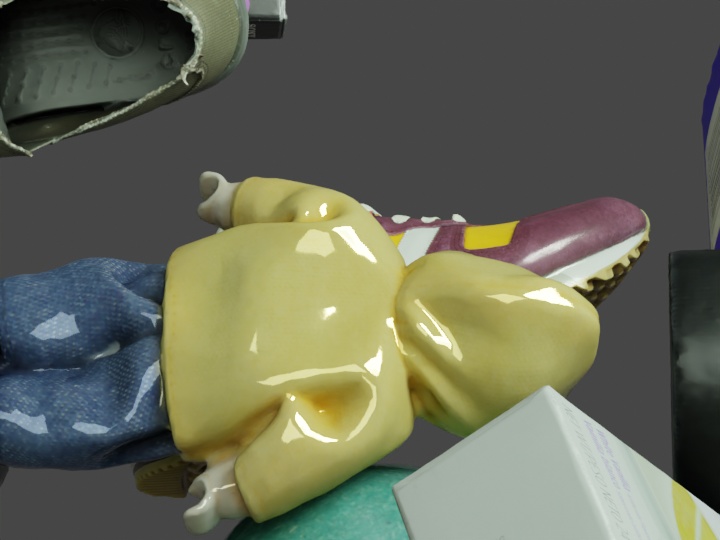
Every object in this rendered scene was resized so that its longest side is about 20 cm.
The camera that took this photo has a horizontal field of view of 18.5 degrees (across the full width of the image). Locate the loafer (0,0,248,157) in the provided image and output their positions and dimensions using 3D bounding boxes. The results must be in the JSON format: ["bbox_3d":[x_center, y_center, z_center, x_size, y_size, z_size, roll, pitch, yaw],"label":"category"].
[{"bbox_3d":[-0.138,-0.072,0.762,0.199,0.070,0.075,-16,101,0],"label":"loafer"}]

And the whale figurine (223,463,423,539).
[{"bbox_3d":[0.000,0.155,0.671,0.159,0.104,0.200,13,69,3],"label":"whale figurine"}]

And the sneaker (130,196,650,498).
[{"bbox_3d":[0.000,0.000,0.754,0.200,0.075,0.090,-22,75,-13],"label":"sneaker"}]

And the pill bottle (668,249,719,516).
[{"bbox_3d":[0.195,0.034,0.676,0.199,0.112,0.112,-1,66,7],"label":"pill bottle"}]

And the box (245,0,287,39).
[{"bbox_3d":[-0.127,-0.157,0.821,0.199,0.036,0.143,0,81,-2],"label":"box"}]

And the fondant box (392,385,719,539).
[{"bbox_3d":[0.103,0.136,0.617,0.058,0.200,0.144,-35,48,16],"label":"fondant box"}]

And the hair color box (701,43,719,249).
[{"bbox_3d":[0.223,-0.028,0.766,0.199,0.065,0.109,7,44,-1],"label":"hair color box"}]

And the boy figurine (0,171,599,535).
[{"bbox_3d":[-0.028,0.021,0.682,0.199,0.064,0.125,-6,56,-3],"label":"boy figurine"}]
